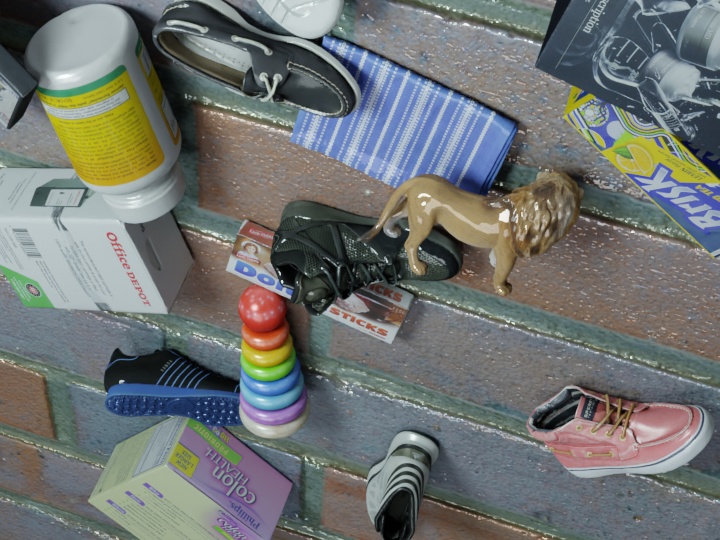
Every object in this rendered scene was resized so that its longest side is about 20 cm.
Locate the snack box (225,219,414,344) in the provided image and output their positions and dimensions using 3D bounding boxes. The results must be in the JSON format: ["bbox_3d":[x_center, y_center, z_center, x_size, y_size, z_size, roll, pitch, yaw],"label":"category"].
[{"bbox_3d":[-0.044,0.013,1.644,0.198,0.024,0.072,24,143,0],"label":"snack box"}]

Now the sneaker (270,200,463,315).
[{"bbox_3d":[0.000,0.000,1.538,0.197,0.115,0.077,12,142,12],"label":"sneaker"}]

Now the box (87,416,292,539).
[{"bbox_3d":[-0.222,0.288,1.996,0.176,0.097,0.199,41,140,-20],"label":"box"}]

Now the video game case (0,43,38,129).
[{"bbox_3d":[-0.384,-0.220,1.454,0.181,0.026,0.200,47,166,-9],"label":"video game case"}]

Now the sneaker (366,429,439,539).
[{"bbox_3d":[0.033,0.287,1.847,0.075,0.116,0.201,21,142,3],"label":"sneaker"}]

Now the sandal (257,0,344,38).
[{"bbox_3d":[-0.077,-0.292,1.295,0.082,0.050,0.204,-27,108,28],"label":"sandal"}]

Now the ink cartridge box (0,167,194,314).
[{"bbox_3d":[-0.300,-0.032,1.675,0.197,0.085,0.147,3,137,25],"label":"ink cartridge box"}]

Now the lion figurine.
[{"bbox_3d":[0.101,-0.050,1.422,0.197,0.073,0.123,9,133,-2],"label":"lion figurine"}]

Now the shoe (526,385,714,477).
[{"bbox_3d":[0.269,0.165,1.619,0.091,0.072,0.199,38,144,-27],"label":"shoe"}]

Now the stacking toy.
[{"bbox_3d":[-0.102,0.095,1.734,0.084,0.086,0.202,12,135,14],"label":"stacking toy"}]

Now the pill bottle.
[{"bbox_3d":[-0.239,-0.146,1.490,0.111,0.114,0.201,4,138,23],"label":"pill bottle"}]

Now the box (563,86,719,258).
[{"bbox_3d":[0.270,-0.103,1.317,0.199,0.065,0.070,39,139,-19],"label":"box"}]

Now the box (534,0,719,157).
[{"bbox_3d":[0.258,-0.212,1.165,0.180,0.105,0.201,24,142,-2],"label":"box"}]

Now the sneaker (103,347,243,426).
[{"bbox_3d":[-0.208,0.134,1.843,0.197,0.079,0.070,8,142,-14],"label":"sneaker"}]

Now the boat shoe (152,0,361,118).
[{"bbox_3d":[-0.095,-0.186,1.397,0.198,0.061,0.074,30,139,2],"label":"boat shoe"}]

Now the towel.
[{"bbox_3d":[0.038,-0.128,1.440,0.198,0.024,0.145,25,141,0],"label":"towel"}]
